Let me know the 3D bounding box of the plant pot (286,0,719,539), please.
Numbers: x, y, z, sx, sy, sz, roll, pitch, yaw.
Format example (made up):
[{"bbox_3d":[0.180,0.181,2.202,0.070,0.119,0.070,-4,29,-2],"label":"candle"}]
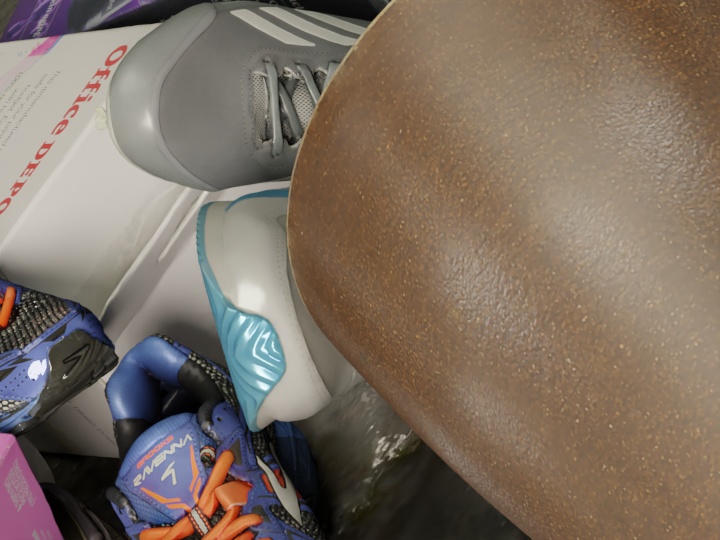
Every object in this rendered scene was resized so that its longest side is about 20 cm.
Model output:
[{"bbox_3d":[0.102,0.022,0.705,0.187,0.187,0.200,-39,44,4],"label":"plant pot"}]

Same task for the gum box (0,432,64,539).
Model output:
[{"bbox_3d":[-0.213,0.109,0.835,0.199,0.066,0.114,4,48,20],"label":"gum box"}]

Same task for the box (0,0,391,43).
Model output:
[{"bbox_3d":[-0.045,-0.128,1.115,0.199,0.104,0.148,-20,36,33],"label":"box"}]

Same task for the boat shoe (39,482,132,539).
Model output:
[{"bbox_3d":[-0.098,0.149,0.854,0.072,0.065,0.200,-31,32,13],"label":"boat shoe"}]

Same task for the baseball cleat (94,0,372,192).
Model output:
[{"bbox_3d":[0.002,-0.069,0.928,0.106,0.070,0.199,1,9,42],"label":"baseball cleat"}]

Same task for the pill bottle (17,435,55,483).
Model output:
[{"bbox_3d":[-0.189,0.147,0.918,0.109,0.110,0.201,-15,39,37],"label":"pill bottle"}]

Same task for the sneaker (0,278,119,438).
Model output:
[{"bbox_3d":[-0.162,0.018,0.892,0.199,0.079,0.075,6,36,47],"label":"sneaker"}]

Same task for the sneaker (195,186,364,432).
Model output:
[{"bbox_3d":[0.000,0.000,0.861,0.080,0.077,0.200,-12,9,16],"label":"sneaker"}]

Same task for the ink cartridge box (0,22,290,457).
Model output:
[{"bbox_3d":[-0.118,-0.009,1.022,0.199,0.125,0.129,1,50,49],"label":"ink cartridge box"}]

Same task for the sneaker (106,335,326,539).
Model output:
[{"bbox_3d":[-0.050,0.091,0.846,0.075,0.078,0.200,-39,30,3],"label":"sneaker"}]
